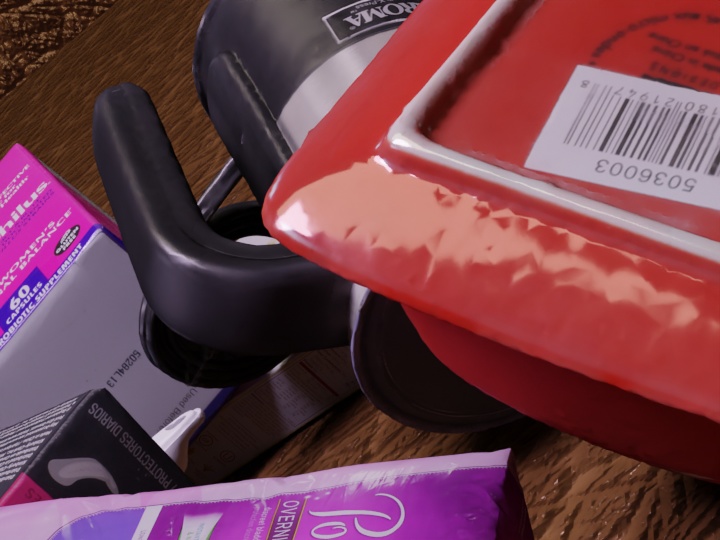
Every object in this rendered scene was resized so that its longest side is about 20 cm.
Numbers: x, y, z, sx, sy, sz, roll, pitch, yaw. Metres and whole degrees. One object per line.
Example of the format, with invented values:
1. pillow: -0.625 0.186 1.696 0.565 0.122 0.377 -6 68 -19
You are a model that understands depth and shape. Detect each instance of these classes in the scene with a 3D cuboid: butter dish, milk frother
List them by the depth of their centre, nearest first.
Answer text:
1. butter dish: 0.102 -0.010 0.743 0.200 0.148 0.199 21 54 26
2. milk frother: 0.000 0.000 0.953 0.180 0.200 0.188 -24 43 -6

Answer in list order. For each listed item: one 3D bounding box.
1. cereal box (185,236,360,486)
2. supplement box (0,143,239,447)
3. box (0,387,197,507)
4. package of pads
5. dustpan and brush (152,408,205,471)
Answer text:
1. cereal box: -0.039 0.024 1.149 0.200 0.040 0.144 -35 26 26
2. supplement box: -0.140 0.024 1.145 0.101 0.103 0.200 -50 22 -2
3. box: -0.136 0.160 0.890 0.106 0.122 0.200 -24 24 51
4. package of pads: -0.047 0.117 0.720 0.200 0.076 0.121 -7 25 12
5. dustpan and brush: -0.127 0.142 1.034 0.200 0.057 0.140 -42 15 2
